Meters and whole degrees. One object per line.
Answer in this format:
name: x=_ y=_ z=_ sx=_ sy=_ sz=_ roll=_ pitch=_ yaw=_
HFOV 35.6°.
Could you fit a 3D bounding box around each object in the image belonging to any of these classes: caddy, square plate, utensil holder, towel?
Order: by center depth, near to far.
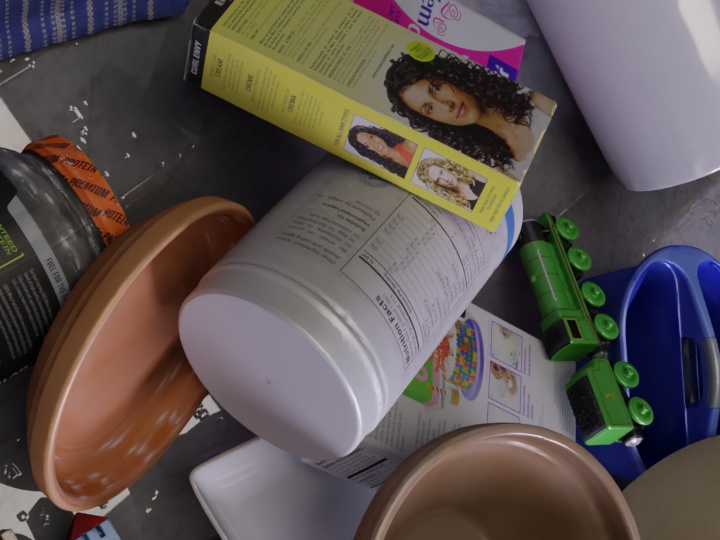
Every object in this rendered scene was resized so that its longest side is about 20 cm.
towel: x=-0.180 y=-0.177 z=0.652 sx=0.200 sy=0.145 sz=0.024 roll=-25 pitch=71 yaw=-28
square plate: x=0.000 y=0.185 z=0.742 sx=0.200 sy=0.028 sz=0.198 roll=-22 pitch=81 yaw=-46
utensil holder: x=0.234 y=-0.187 z=0.879 sx=0.170 sy=0.170 sz=0.200 roll=-37 pitch=107 yaw=-27
caddy: x=0.246 y=0.081 z=0.895 sx=0.141 sy=0.105 sz=0.201 roll=-2 pitch=87 yaw=-31

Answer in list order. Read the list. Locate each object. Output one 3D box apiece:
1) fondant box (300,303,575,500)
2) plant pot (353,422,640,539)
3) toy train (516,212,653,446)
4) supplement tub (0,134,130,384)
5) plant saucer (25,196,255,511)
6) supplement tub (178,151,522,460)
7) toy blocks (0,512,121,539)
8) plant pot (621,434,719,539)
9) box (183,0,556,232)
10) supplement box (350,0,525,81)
fondant box: x=0.063 y=0.096 z=0.790 sx=0.200 sy=0.058 sz=0.145 roll=29 pitch=50 yaw=-26
plant pot: x=0.068 y=0.194 z=0.685 sx=0.200 sy=0.093 sz=0.202 roll=3 pitch=83 yaw=-27
toy train: x=0.161 y=0.041 z=0.843 sx=0.056 sy=0.042 sz=0.200 roll=4 pitch=55 yaw=-31
supplement tub: x=-0.230 y=0.012 z=0.614 sx=0.200 sy=0.122 sz=0.123 roll=-34 pitch=103 yaw=-28
plant saucer: x=-0.128 y=0.044 z=0.655 sx=0.037 sy=0.200 sz=0.200 roll=28 pitch=67 yaw=15
supplement tub: x=0.000 y=0.000 z=0.676 sx=0.132 sy=0.132 sz=0.200 roll=53 pitch=53 yaw=-16
toy blocks: x=-0.198 y=0.212 z=0.644 sx=0.200 sy=0.100 sz=0.137 roll=-30 pitch=90 yaw=-28
plant pot: x=0.278 y=0.241 z=0.833 sx=0.200 sy=0.135 sz=0.201 roll=-14 pitch=126 yaw=-20
box: x=0.005 y=-0.102 z=0.637 sx=0.200 sy=0.050 sz=0.075 roll=25 pitch=53 yaw=3
supplement box: x=0.001 y=-0.146 z=0.775 sx=0.200 sy=0.103 sz=0.102 roll=22 pitch=74 yaw=-29
